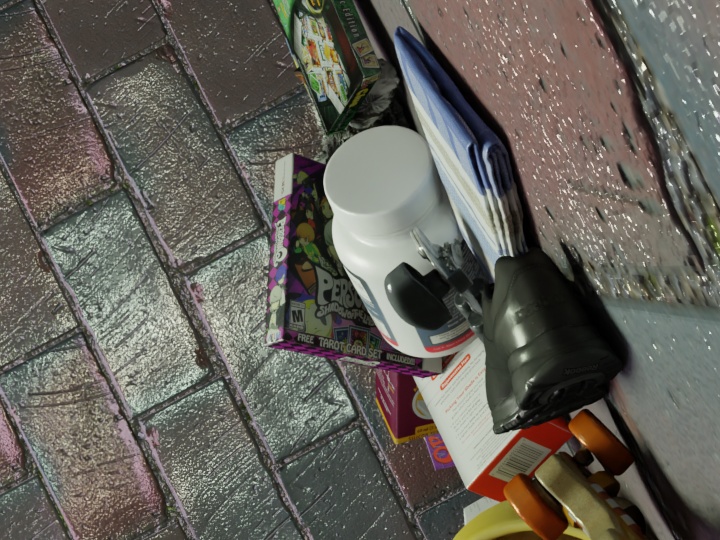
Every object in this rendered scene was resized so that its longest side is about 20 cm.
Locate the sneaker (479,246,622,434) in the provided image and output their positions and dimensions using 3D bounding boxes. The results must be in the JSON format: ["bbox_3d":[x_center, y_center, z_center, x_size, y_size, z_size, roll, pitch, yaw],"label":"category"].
[{"bbox_3d":[0.108,0.045,0.581,0.200,0.075,0.092,87,164,-70],"label":"sneaker"}]

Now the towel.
[{"bbox_3d":[0.079,-0.052,0.632,0.201,0.024,0.148,63,180,-44],"label":"towel"}]

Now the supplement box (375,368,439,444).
[{"bbox_3d":[0.080,0.102,1.149,0.086,0.109,0.202,-119,22,-52],"label":"supplement box"}]

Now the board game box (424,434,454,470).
[{"bbox_3d":[0.129,0.167,1.268,0.032,0.119,0.202,-65,-42,-66],"label":"board game box"}]

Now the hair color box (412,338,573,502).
[{"bbox_3d":[0.119,0.119,0.930,0.061,0.102,0.201,27,-158,-32],"label":"hair color box"}]

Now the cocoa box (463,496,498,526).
[{"bbox_3d":[0.197,0.297,1.008,0.132,0.132,0.200,62,-179,9],"label":"cocoa box"}]

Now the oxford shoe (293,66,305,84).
[{"bbox_3d":[-0.049,-0.276,1.355,0.072,0.071,0.200,57,-179,-22],"label":"oxford shoe"}]

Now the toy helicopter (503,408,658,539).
[{"bbox_3d":[0.153,0.162,0.542,0.132,0.079,0.200,46,-174,8],"label":"toy helicopter"}]

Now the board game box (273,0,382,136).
[{"bbox_3d":[-0.042,-0.233,0.831,0.202,0.023,0.105,69,156,12],"label":"board game box"}]

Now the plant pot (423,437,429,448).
[{"bbox_3d":[0.142,0.186,1.378,0.202,0.141,0.200,63,-179,-2],"label":"plant pot"}]

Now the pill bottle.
[{"bbox_3d":[0.042,-0.023,0.803,0.120,0.119,0.201,63,180,38],"label":"pill bottle"}]

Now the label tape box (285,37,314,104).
[{"bbox_3d":[-0.043,-0.273,1.502,0.144,0.065,0.202,63,-177,-60],"label":"label tape box"}]

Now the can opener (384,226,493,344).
[{"bbox_3d":[0.087,0.038,0.729,0.200,0.066,0.053,42,-166,-37],"label":"can opener"}]

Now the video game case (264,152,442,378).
[{"bbox_3d":[0.000,0.000,0.918,0.198,0.036,0.184,16,-113,-36],"label":"video game case"}]

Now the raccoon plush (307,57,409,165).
[{"bbox_3d":[0.007,-0.180,0.928,0.200,0.095,0.136,124,140,-56],"label":"raccoon plush"}]

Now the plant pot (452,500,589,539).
[{"bbox_3d":[0.165,0.277,0.796,0.203,0.199,0.189,63,-163,2],"label":"plant pot"}]
